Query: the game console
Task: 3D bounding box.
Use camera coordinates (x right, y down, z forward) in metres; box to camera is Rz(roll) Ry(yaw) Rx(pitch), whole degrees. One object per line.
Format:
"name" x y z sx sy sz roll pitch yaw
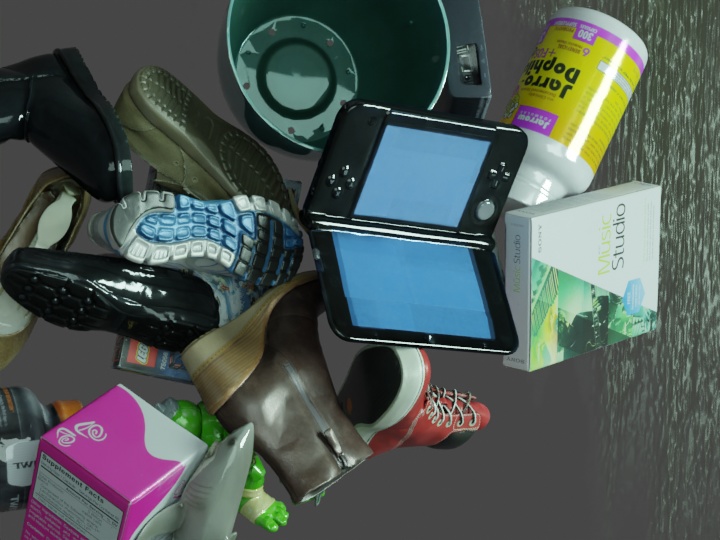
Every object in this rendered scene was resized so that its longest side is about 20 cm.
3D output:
"game console" 0.062 -0.035 1.624 0.199 0.118 0.171 6 116 -34

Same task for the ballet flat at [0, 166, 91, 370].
"ballet flat" -0.288 -0.004 1.658 0.068 0.072 0.201 32 76 -13

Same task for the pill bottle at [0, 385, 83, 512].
"pill bottle" -0.330 0.154 1.611 0.199 0.106 0.107 -6 87 -19

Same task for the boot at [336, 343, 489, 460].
"boot" 0.061 0.112 1.703 0.143 0.200 0.073 -2 66 -19

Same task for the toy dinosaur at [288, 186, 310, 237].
"toy dinosaur" 0.000 0.000 1.772 0.199 0.058 0.102 21 66 -26

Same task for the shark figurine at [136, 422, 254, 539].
"shark figurine" -0.113 0.237 1.572 0.089 0.215 0.128 32 55 23

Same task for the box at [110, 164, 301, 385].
"box" -0.138 0.003 1.725 0.136 0.040 0.201 14 81 -18

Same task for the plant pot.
"plant pot" -0.038 -0.189 1.710 0.199 0.161 0.202 2 83 -15

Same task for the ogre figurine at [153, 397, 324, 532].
"ogre figurine" -0.122 0.162 1.680 0.199 0.098 0.120 8 118 -5

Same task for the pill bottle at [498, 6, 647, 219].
"pill bottle" 0.189 -0.141 1.815 0.104 0.104 0.201 29 76 -14

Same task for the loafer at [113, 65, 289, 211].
"loafer" -0.140 -0.097 1.680 0.200 0.067 0.076 47 38 -22

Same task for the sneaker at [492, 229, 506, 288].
"sneaker" 0.063 -0.036 1.744 0.114 0.073 0.201 1 61 -38

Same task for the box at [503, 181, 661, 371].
"box" 0.208 0.003 1.782 0.199 0.036 0.145 -14 109 -43

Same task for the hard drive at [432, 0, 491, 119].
"hard drive" 0.080 -0.217 1.751 0.042 0.135 0.201 -4 67 -8

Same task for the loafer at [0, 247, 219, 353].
"loafer" -0.213 0.015 1.638 0.200 0.068 0.071 17 47 -27

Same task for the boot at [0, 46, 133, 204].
"boot" -0.295 -0.111 1.624 0.167 0.077 0.200 -14 46 -20

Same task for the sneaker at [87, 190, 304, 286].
"sneaker" -0.141 -0.031 1.632 0.199 0.086 0.075 11 83 -35

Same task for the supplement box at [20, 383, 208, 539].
"supplement box" -0.209 0.211 1.579 0.103 0.201 0.101 33 39 19

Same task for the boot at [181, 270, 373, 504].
"boot" -0.047 0.099 1.649 0.166 0.072 0.200 49 43 8
